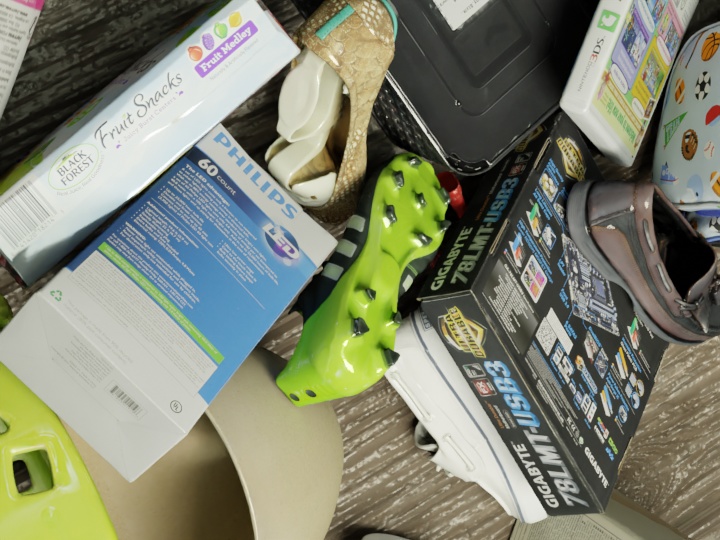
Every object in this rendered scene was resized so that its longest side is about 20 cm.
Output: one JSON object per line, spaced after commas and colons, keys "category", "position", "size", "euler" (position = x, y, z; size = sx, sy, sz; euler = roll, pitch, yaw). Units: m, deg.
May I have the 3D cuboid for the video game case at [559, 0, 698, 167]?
{"category": "video game case", "position": [0.189, -0.170, 0.961], "size": [0.183, 0.022, 0.200], "euler": [-68, 161, 2]}

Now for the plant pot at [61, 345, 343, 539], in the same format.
{"category": "plant pot", "position": [-0.087, 0.121, 0.918], "size": [0.134, 0.199, 0.202], "euler": [-20, 114, -45]}

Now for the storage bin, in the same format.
{"category": "storage bin", "position": [0.045, -0.177, 0.934], "size": [0.135, 0.094, 0.200], "euler": [-41, 117, -8]}

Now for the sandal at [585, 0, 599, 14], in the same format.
{"category": "sandal", "position": [0.183, -0.207, 1.013], "size": [0.076, 0.043, 0.202], "euler": [2, 103, -24]}

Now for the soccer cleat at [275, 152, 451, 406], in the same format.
{"category": "soccer cleat", "position": [0.000, 0.000, 0.901], "size": [0.068, 0.081, 0.201], "euler": [48, 40, -23]}

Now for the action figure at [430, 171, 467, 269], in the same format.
{"category": "action figure", "position": [0.093, 0.020, 1.033], "size": [0.065, 0.052, 0.200], "euler": [-38, 118, -4]}

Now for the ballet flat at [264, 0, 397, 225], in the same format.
{"category": "ballet flat", "position": [-0.029, -0.088, 0.893], "size": [0.065, 0.070, 0.201], "euler": [-35, 154, -31]}

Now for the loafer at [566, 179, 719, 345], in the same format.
{"category": "loafer", "position": [0.217, -0.003, 1.020], "size": [0.200, 0.063, 0.072], "euler": [35, 55, -42]}

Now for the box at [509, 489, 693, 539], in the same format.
{"category": "box", "position": [0.189, 0.222, 1.043], "size": [0.077, 0.200, 0.096], "euler": [17, 97, -26]}

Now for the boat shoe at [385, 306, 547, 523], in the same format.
{"category": "boat shoe", "position": [0.069, 0.110, 1.043], "size": [0.065, 0.074, 0.201], "euler": [-27, 115, 8]}

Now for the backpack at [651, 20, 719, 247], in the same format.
{"category": "backpack", "position": [0.299, -0.109, 1.022], "size": [0.153, 0.200, 0.192], "euler": [16, 84, -27]}

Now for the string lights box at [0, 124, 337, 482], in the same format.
{"category": "string lights box", "position": [-0.100, 0.010, 0.805], "size": [0.103, 0.200, 0.059], "euler": [45, 127, -5]}

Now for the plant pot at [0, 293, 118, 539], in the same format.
{"category": "plant pot", "position": [-0.254, 0.121, 0.814], "size": [0.198, 0.200, 0.182], "euler": [-19, 77, -17]}

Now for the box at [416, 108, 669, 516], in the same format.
{"category": "box", "position": [0.135, 0.027, 0.997], "size": [0.200, 0.049, 0.199], "euler": [57, 42, -26]}

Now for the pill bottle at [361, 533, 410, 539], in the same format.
{"category": "pill bottle", "position": [0.007, 0.295, 1.034], "size": [0.112, 0.112, 0.201], "euler": [16, 98, -26]}

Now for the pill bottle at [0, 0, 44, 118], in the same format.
{"category": "pill bottle", "position": [-0.258, -0.092, 0.813], "size": [0.113, 0.113, 0.201], "euler": [20, 96, -27]}

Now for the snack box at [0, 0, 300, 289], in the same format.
{"category": "snack box", "position": [-0.137, -0.079, 0.851], "size": [0.200, 0.142, 0.053], "euler": [-41, 106, -8]}
